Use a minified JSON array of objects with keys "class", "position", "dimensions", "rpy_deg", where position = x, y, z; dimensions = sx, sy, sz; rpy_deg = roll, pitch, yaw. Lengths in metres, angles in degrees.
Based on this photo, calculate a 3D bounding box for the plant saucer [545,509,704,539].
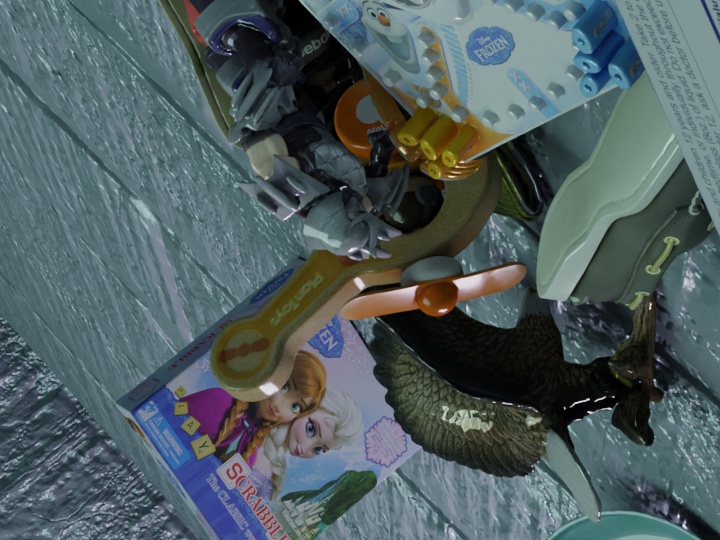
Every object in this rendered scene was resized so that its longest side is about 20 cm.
[{"class":"plant saucer","position":[0.200,0.253,1.294],"dimensions":[0.200,0.036,0.201],"rpy_deg":[11,108,36]}]

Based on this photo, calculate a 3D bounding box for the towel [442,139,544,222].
[{"class":"towel","position":[0.031,-0.100,1.151],"dimensions":[0.144,0.023,0.200],"rpy_deg":[57,164,-23]}]

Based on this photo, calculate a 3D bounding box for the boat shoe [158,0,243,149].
[{"class":"boat shoe","position":[-0.091,-0.178,1.210],"dimensions":[0.068,0.074,0.201],"rpy_deg":[-98,-4,-66]}]

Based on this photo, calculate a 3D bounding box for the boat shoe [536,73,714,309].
[{"class":"boat shoe","position":[0.142,-0.040,0.912],"dimensions":[0.060,0.072,0.202],"rpy_deg":[12,152,-10]}]

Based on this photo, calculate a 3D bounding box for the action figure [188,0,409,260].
[{"class":"action figure","position":[-0.034,-0.080,0.990],"dimensions":[0.130,0.069,0.200],"rpy_deg":[46,-167,-53]}]

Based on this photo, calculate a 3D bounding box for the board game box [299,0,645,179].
[{"class":"board game box","position":[0.017,-0.135,0.869],"dimensions":[0.200,0.026,0.200],"rpy_deg":[45,157,-10]}]

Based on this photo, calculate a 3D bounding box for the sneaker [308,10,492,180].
[{"class":"sneaker","position":[0.022,-0.148,1.002],"dimensions":[0.077,0.078,0.200],"rpy_deg":[-38,85,44]}]

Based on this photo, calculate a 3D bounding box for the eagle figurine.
[{"class":"eagle figurine","position":[0.079,0.056,1.141],"dimensions":[0.151,0.199,0.152],"rpy_deg":[-46,-42,-69]}]

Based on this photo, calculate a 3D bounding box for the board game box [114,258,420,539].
[{"class":"board game box","position":[-0.071,0.128,1.607],"dimensions":[0.200,0.199,0.041],"rpy_deg":[57,162,-22]}]

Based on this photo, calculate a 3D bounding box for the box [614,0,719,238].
[{"class":"box","position":[0.203,-0.052,0.639],"dimensions":[0.200,0.105,0.184],"rpy_deg":[25,150,55]}]

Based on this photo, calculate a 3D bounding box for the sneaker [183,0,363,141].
[{"class":"sneaker","position":[-0.028,-0.108,1.127],"dimensions":[0.201,0.071,0.098],"rpy_deg":[55,166,-7]}]

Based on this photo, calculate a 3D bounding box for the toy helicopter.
[{"class":"toy helicopter","position":[0.000,0.000,1.056],"dimensions":[0.132,0.200,0.079],"rpy_deg":[44,179,30]}]

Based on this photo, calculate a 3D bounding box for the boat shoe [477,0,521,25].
[{"class":"boat shoe","position":[0.049,-0.191,0.831],"dimensions":[0.068,0.072,0.200],"rpy_deg":[-4,122,52]}]

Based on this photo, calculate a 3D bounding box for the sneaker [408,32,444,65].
[{"class":"sneaker","position":[0.020,-0.193,0.926],"dimensions":[0.200,0.081,0.083],"rpy_deg":[45,146,0]}]
